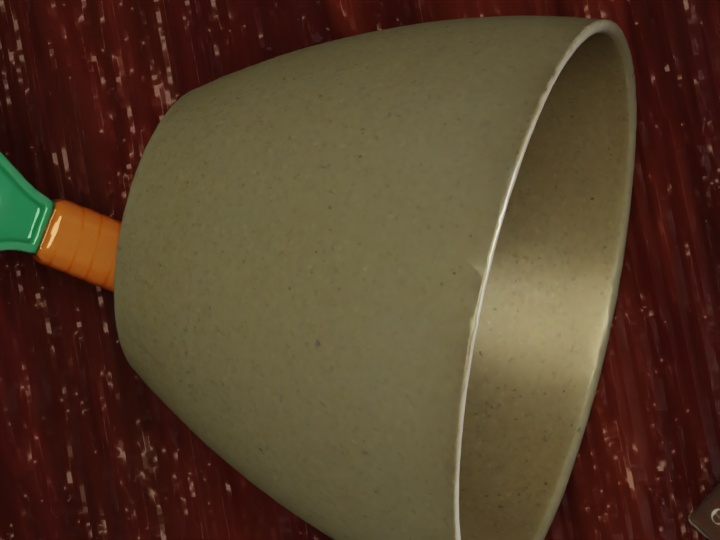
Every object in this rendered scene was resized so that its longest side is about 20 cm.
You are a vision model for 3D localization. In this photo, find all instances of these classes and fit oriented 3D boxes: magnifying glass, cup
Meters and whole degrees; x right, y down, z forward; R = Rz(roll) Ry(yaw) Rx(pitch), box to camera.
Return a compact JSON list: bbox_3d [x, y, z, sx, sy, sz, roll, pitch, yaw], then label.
[{"bbox_3d":[-0.134,-0.023,1.017,0.199,0.022,0.080,22,86,-20],"label":"magnifying glass"},{"bbox_3d":[0.000,0.000,0.969,0.142,0.200,0.202,13,86,17],"label":"cup"}]

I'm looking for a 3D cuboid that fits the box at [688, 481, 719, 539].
[{"bbox_3d":[0.220,0.051,0.976,0.100,0.075,0.200,44,96,22],"label":"box"}]
